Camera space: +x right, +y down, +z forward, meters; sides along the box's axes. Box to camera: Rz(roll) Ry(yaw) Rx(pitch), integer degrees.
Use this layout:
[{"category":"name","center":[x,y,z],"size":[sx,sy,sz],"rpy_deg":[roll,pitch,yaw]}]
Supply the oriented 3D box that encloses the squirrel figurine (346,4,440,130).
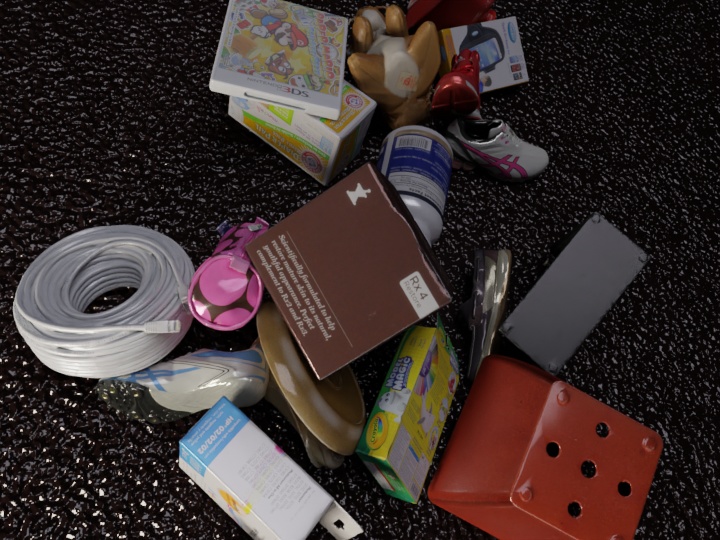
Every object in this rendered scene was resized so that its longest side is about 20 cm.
[{"category":"squirrel figurine","center":[0.043,-0.326,1.000],"size":[0.140,0.201,0.188],"rpy_deg":[-30,43,0]}]

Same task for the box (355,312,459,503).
[{"category":"box","center":[0.067,0.160,0.754],"size":[0.048,0.118,0.202],"rpy_deg":[6,52,32]}]

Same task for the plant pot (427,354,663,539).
[{"category":"plant pot","center":[0.220,0.219,0.702],"size":[0.198,0.176,0.202],"rpy_deg":[28,74,0]}]

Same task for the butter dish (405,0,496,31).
[{"category":"butter dish","center":[0.193,-0.508,1.145],"size":[0.147,0.199,0.202],"rpy_deg":[36,56,-23]}]

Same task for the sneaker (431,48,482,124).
[{"category":"sneaker","center":[0.152,-0.305,0.984],"size":[0.077,0.200,0.118],"rpy_deg":[-4,86,13]}]

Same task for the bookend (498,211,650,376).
[{"category":"bookend","center":[0.270,0.044,0.860],"size":[0.092,0.200,0.199],"rpy_deg":[40,84,8]}]

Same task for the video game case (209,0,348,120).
[{"category":"video game case","center":[-0.110,-0.314,0.887],"size":[0.179,0.023,0.203],"rpy_deg":[10,57,-12]}]

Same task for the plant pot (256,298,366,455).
[{"category":"plant pot","center":[-0.048,0.113,0.711],"size":[0.027,0.200,0.202],"rpy_deg":[-33,71,11]}]

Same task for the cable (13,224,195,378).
[{"category":"cable","center":[-0.290,0.029,0.717],"size":[0.196,0.070,0.202],"rpy_deg":[-11,46,-9]}]

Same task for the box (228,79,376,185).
[{"category":"box","center":[-0.090,-0.244,0.932],"size":[0.199,0.113,0.102],"rpy_deg":[36,57,7]}]

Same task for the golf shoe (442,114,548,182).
[{"category":"golf shoe","center":[0.229,-0.202,1.019],"size":[0.196,0.092,0.074],"rpy_deg":[7,58,-15]}]

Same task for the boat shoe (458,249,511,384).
[{"category":"boat shoe","center":[0.170,0.062,0.871],"size":[0.064,0.072,0.203],"rpy_deg":[8,71,20]}]

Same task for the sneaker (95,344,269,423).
[{"category":"sneaker","center":[-0.202,0.126,0.712],"size":[0.196,0.073,0.073],"rpy_deg":[-5,38,0]}]

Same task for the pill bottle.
[{"category":"pill bottle","center":[0.068,-0.101,0.900],"size":[0.114,0.116,0.203],"rpy_deg":[18,59,-6]}]

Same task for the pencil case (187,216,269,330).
[{"category":"pencil case","center":[-0.146,-0.003,0.732],"size":[0.090,0.200,0.094],"rpy_deg":[37,99,-14]}]

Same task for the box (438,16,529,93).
[{"category":"box","center":[0.228,-0.385,1.119],"size":[0.197,0.041,0.121],"rpy_deg":[-20,100,-24]}]

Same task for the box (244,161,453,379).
[{"category":"box","center":[0.000,0.000,0.718],"size":[0.163,0.200,0.168],"rpy_deg":[-31,85,9]}]

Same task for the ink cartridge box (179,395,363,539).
[{"category":"ink cartridge box","center":[-0.101,0.240,0.659],"size":[0.199,0.116,0.068],"rpy_deg":[40,59,8]}]

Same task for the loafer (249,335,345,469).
[{"category":"loafer","center":[-0.077,0.150,0.741],"size":[0.068,0.076,0.202],"rpy_deg":[-31,58,8]}]
